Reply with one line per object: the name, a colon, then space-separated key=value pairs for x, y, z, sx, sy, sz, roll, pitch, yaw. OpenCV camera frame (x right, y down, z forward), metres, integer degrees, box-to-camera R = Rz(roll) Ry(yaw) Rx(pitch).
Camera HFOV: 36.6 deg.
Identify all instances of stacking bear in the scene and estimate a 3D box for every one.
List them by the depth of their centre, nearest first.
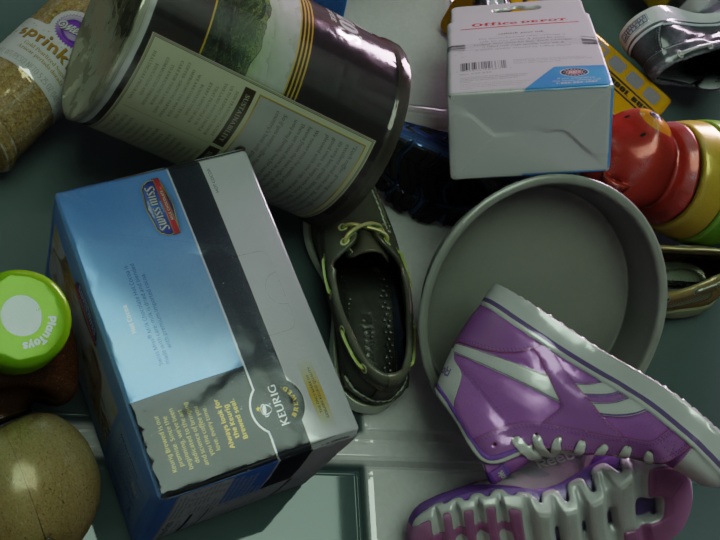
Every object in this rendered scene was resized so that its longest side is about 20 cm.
stacking bear: x=0.268 y=-0.078 z=0.892 sx=0.198 sy=0.114 sz=0.122 roll=9 pitch=41 yaw=-26

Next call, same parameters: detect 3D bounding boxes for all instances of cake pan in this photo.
cake pan: x=0.129 y=0.027 z=0.794 sx=0.198 sy=0.037 sz=0.203 roll=-4 pitch=105 yaw=-17

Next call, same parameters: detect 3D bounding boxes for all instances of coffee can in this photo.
coffee can: x=-0.086 y=-0.133 z=0.758 sx=0.199 sy=0.146 sz=0.148 roll=22 pitch=58 yaw=-29

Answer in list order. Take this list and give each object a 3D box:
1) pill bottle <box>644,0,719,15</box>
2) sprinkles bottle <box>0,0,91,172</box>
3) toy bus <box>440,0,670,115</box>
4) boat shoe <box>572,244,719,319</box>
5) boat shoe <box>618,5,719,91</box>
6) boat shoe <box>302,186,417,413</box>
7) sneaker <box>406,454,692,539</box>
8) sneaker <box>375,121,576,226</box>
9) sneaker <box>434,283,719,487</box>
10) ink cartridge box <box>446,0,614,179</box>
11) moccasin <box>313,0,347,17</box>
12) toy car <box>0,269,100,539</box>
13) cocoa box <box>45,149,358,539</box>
pill bottle: x=0.293 y=-0.329 z=1.039 sx=0.113 sy=0.114 sz=0.201 roll=-22 pitch=74 yaw=-27
sprinkles bottle: x=-0.220 y=-0.161 z=0.801 sx=0.068 sy=0.068 sz=0.201 roll=35 pitch=59 yaw=0
toy bus: x=0.168 y=-0.181 z=0.951 sx=0.200 sy=0.065 sz=0.078 roll=43 pitch=59 yaw=4
boat shoe: x=0.213 y=0.005 z=0.870 sx=0.198 sy=0.076 sz=0.072 roll=-10 pitch=69 yaw=-23
boat shoe: x=0.320 y=-0.194 z=0.989 sx=0.198 sy=0.072 sz=0.068 roll=-4 pitch=59 yaw=-40
boat shoe: x=0.003 y=0.000 z=0.806 sx=0.071 sy=0.060 sz=0.204 roll=0 pitch=65 yaw=-20
sneaker: x=0.126 y=0.161 z=0.769 sx=0.198 sy=0.081 sz=0.089 roll=-12 pitch=26 yaw=-6
sneaker: x=0.091 y=-0.080 z=0.881 sx=0.198 sy=0.076 sz=0.079 roll=18 pitch=47 yaw=-17
sneaker: x=0.141 y=0.109 z=0.718 sx=0.199 sy=0.073 sz=0.115 roll=32 pitch=84 yaw=21
ink cartridge box: x=0.124 y=-0.144 z=0.834 sx=0.114 sy=0.067 sz=0.201 roll=-3 pitch=30 yaw=7
moccasin: x=-0.044 y=-0.226 z=0.850 sx=0.080 sy=0.201 sz=0.068 roll=17 pitch=21 yaw=-33
toy car: x=-0.215 y=0.124 z=0.623 sx=0.157 sy=0.164 sz=0.202 roll=-21 pitch=86 yaw=-27
cocoa box: x=-0.110 y=0.050 z=0.699 sx=0.130 sy=0.134 sz=0.202 roll=-16 pitch=72 yaw=-25
